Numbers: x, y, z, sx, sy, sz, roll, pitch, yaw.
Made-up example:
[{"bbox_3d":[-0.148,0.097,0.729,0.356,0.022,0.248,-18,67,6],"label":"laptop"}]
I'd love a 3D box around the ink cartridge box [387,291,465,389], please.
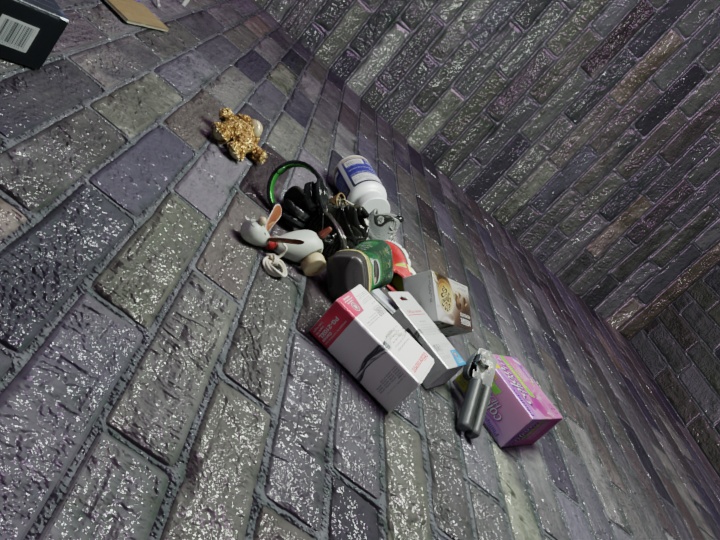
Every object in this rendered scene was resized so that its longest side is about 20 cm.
[{"bbox_3d":[0.117,0.140,1.473,0.201,0.067,0.115,52,20,20],"label":"ink cartridge box"}]

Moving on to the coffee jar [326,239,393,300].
[{"bbox_3d":[0.000,0.000,1.459,0.200,0.084,0.106,-25,113,-67],"label":"coffee jar"}]

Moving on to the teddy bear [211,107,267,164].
[{"bbox_3d":[-0.270,-0.308,1.620,0.145,0.067,0.200,50,20,10],"label":"teddy bear"}]

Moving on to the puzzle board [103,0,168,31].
[{"bbox_3d":[-0.586,-0.663,1.795,0.151,0.017,0.200,44,18,2],"label":"puzzle board"}]

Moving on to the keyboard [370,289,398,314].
[{"bbox_3d":[0.069,0.081,1.595,0.200,0.011,0.056,44,13,-4],"label":"keyboard"}]

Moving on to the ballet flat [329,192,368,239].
[{"bbox_3d":[-0.021,-0.116,1.722,0.067,0.072,0.201,21,30,-48],"label":"ballet flat"}]

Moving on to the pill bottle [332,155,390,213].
[{"bbox_3d":[0.004,-0.211,1.913,0.115,0.116,0.201,28,25,-39],"label":"pill bottle"}]

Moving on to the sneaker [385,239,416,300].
[{"bbox_3d":[0.080,-0.002,1.695,0.084,0.077,0.201,11,37,-50],"label":"sneaker"}]

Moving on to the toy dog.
[{"bbox_3d":[-0.126,-0.064,1.352,0.132,0.096,0.199,49,19,17],"label":"toy dog"}]

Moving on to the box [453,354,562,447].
[{"bbox_3d":[0.326,0.283,1.563,0.199,0.097,0.177,15,34,-54],"label":"box"}]

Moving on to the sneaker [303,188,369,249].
[{"bbox_3d":[-0.054,-0.134,1.633,0.200,0.114,0.076,47,17,14],"label":"sneaker"}]

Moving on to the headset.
[{"bbox_3d":[-0.118,-0.137,1.483,0.201,0.123,0.094,55,6,7],"label":"headset"}]

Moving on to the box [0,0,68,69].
[{"bbox_3d":[-0.599,-0.447,1.157,0.201,0.107,0.148,51,20,21],"label":"box"}]

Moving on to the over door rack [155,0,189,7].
[{"bbox_3d":[-0.579,-0.773,1.937,0.199,0.067,0.147,32,8,36],"label":"over door rack"}]

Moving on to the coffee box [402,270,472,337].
[{"bbox_3d":[0.179,0.081,1.630,0.199,0.079,0.115,22,58,-56],"label":"coffee box"}]

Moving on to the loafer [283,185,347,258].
[{"bbox_3d":[-0.087,-0.107,1.560,0.201,0.073,0.071,53,19,21],"label":"loafer"}]

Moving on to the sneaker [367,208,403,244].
[{"bbox_3d":[0.083,-0.075,1.787,0.200,0.116,0.075,46,19,7],"label":"sneaker"}]

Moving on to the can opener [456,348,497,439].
[{"bbox_3d":[0.228,0.246,1.437,0.053,0.067,0.202,38,51,-16],"label":"can opener"}]

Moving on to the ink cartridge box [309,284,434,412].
[{"bbox_3d":[0.025,0.134,1.263,0.200,0.084,0.145,45,18,5],"label":"ink cartridge box"}]
